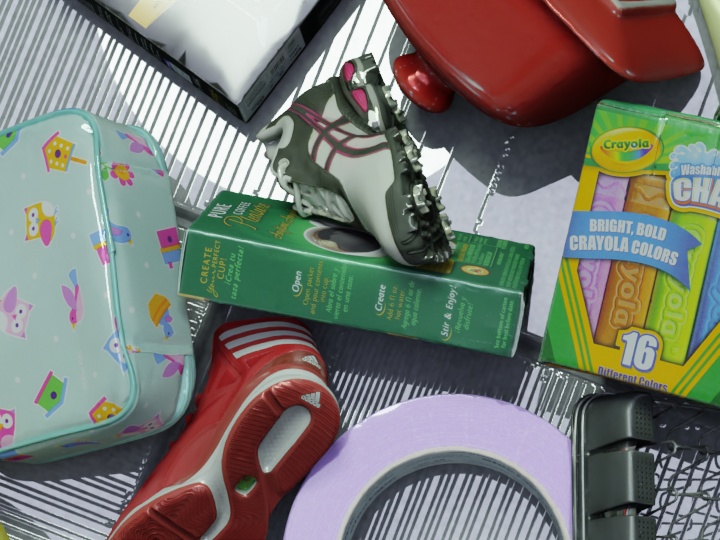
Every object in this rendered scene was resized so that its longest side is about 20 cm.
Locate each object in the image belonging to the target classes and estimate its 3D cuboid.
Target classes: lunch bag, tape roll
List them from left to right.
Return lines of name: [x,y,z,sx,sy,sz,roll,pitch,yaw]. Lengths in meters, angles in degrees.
lunch bag: [-0.183,0.009,1.704,0.160,0.077,0.201,-18,75,33]
tape roll: [0.055,0.175,1.690,0.200,0.066,0.201,0,81,3]

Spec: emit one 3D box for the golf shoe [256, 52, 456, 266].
golf shoe: [-0.002,-0.049,1.684,0.088,0.200,0.077,-25,119,2]

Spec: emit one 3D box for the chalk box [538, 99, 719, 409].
chalk box: [0.197,-0.029,1.654,0.124,0.125,0.201,14,92,25]

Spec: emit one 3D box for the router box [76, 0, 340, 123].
router box: [-0.074,-0.217,1.770,0.157,0.052,0.200,37,84,9]

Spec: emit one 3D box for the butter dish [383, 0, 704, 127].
butter dish: [0.080,-0.152,1.705,0.148,0.199,0.200,-43,80,19]

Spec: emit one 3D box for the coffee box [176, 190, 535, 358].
coffee box: [0.000,0.000,1.694,0.199,0.123,0.044,10,105,4]

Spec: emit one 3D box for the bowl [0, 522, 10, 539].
bowl: [-0.247,0.202,1.668,0.108,0.200,0.201,5,77,-39]

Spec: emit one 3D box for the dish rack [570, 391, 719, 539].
dish rack: [0.218,0.151,1.665,0.200,0.055,0.154,10,72,-28]

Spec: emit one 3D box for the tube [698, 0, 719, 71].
tube: [0.253,-0.097,1.737,0.052,0.058,0.201,-22,72,44]

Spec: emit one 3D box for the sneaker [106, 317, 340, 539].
sneaker: [-0.084,0.110,1.715,0.078,0.116,0.200,37,113,-23]
